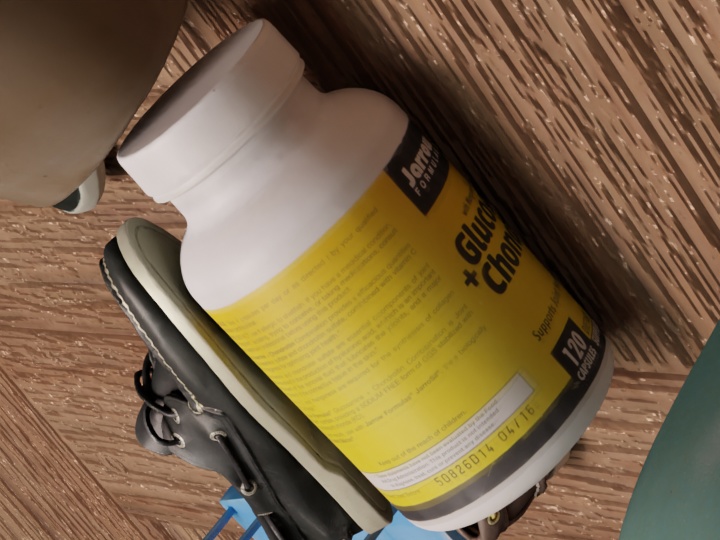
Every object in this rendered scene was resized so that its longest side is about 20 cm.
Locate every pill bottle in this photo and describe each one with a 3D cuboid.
[{"bbox_3d":[0.000,0.000,0.970,0.200,0.112,0.112,47,153,-15],"label":"pill bottle"}]

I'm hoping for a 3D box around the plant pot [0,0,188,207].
[{"bbox_3d":[-0.168,-0.115,0.950,0.173,0.201,0.200,31,158,-20],"label":"plant pot"}]

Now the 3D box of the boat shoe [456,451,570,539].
[{"bbox_3d":[0.012,0.035,1.069,0.200,0.060,0.072,50,153,-20],"label":"boat shoe"}]

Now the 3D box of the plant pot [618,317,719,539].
[{"bbox_3d":[0.180,0.108,0.851,0.200,0.161,0.201,31,153,17],"label":"plant pot"}]

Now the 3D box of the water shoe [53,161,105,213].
[{"bbox_3d":[-0.202,-0.089,1.131,0.071,0.079,0.200,-2,132,54],"label":"water shoe"}]

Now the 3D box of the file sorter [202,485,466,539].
[{"bbox_3d":[-0.013,0.199,1.291,0.139,0.123,0.200,48,153,-16],"label":"file sorter"}]

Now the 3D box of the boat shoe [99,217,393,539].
[{"bbox_3d":[-0.062,0.058,1.027,0.199,0.066,0.075,48,-164,-44],"label":"boat shoe"}]
